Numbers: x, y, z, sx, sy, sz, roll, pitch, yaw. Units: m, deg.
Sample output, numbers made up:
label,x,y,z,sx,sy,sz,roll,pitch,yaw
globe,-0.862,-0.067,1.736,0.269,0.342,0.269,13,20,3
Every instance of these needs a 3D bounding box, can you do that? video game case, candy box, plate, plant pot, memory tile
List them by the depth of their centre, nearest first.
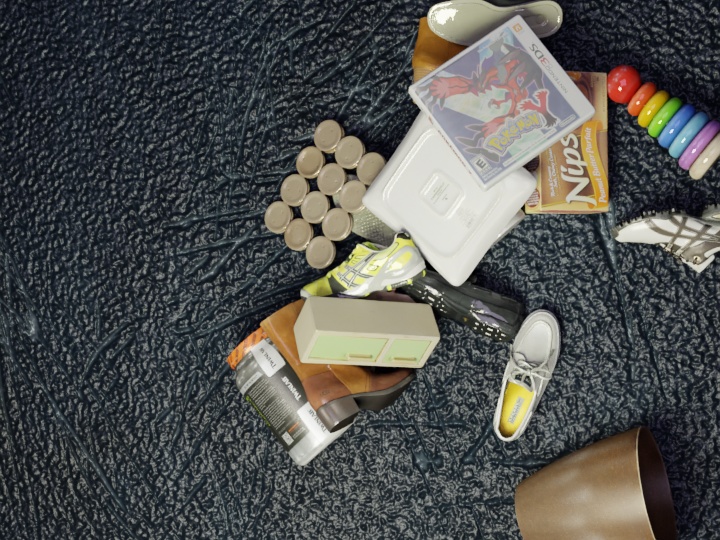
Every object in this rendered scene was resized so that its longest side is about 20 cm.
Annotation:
label,x,y,z,sx,sy,sz,roll,pitch,yaw
video game case,0.196,-0.236,1.452,0.199,0.023,0.183,-34,77,-10
plate,0.119,-0.110,1.485,0.200,0.032,0.201,42,113,11
plant pot,0.329,0.335,1.492,0.197,0.186,0.190,-16,87,25
candy box,0.299,-0.185,1.521,0.113,0.055,0.204,-1,91,-18
memory tile,-0.055,-0.119,1.614,0.153,0.017,0.202,37,99,28

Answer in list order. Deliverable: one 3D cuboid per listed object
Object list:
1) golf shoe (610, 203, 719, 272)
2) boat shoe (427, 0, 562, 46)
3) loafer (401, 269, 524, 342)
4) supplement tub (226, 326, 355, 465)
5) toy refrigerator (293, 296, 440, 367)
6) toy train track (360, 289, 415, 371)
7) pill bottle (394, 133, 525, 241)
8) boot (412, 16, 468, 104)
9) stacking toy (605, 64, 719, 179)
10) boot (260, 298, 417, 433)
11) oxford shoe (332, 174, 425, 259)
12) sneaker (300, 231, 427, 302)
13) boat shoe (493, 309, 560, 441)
label,x,y,z,sx,sy,sz,roll,pitch,yaw
golf shoe,0.461,-0.043,1.501,0.196,0.078,0.096,-5,90,13
boat shoe,0.194,-0.375,1.540,0.196,0.068,0.073,-3,122,-4
loafer,0.152,0.038,1.568,0.198,0.068,0.071,25,64,3
supplement tub,-0.107,0.184,1.594,0.122,0.122,0.201,-41,84,9
toy refrigerator,0.010,0.093,1.520,0.197,0.076,0.071,5,47,-24
toy train track,0.023,0.082,1.616,0.113,0.033,0.204,10,98,4
pill bottle,0.151,-0.132,1.545,0.112,0.112,0.201,-41,83,9
boot,0.176,-0.309,1.564,0.197,0.071,0.147,10,81,0
stacking toy,0.436,-0.225,1.506,0.200,0.085,0.086,42,98,12
boot,-0.030,0.125,1.570,0.186,0.069,0.201,-23,68,-28
oxford shoe,0.034,-0.075,1.601,0.199,0.058,0.076,39,104,24
sneaker,0.000,0.000,1.538,0.197,0.075,0.078,-17,93,18
boat shoe,0.242,0.156,1.541,0.074,0.086,0.205,22,95,10
